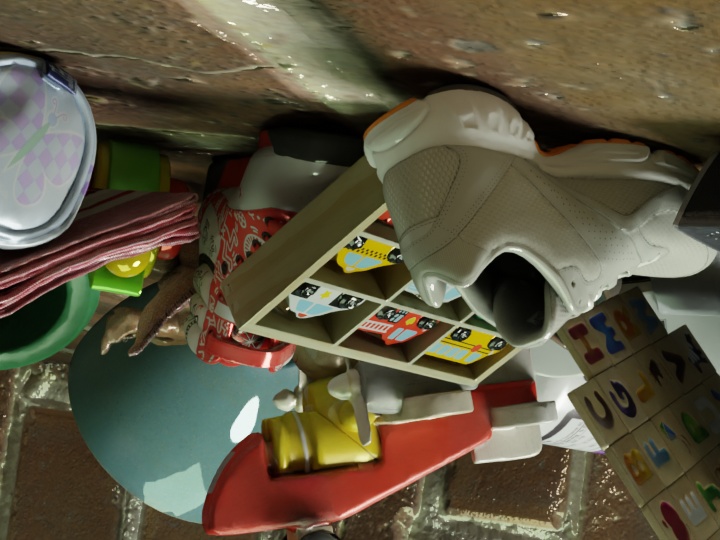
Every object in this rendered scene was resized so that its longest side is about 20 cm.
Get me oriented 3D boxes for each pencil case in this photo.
[{"bbox_3d":[-0.209,-0.053,0.872,0.199,0.084,0.090,0,158,45],"label":"pencil case"}]

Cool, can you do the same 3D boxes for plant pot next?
[{"bbox_3d":[-0.111,0.077,1.511,0.199,0.201,0.135,12,136,-33],"label":"plant pot"}]

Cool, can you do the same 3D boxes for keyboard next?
[{"bbox_3d":[0.184,-0.002,1.050,0.056,0.011,0.200,8,166,14],"label":"keyboard"}]

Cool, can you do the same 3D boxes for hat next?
[{"bbox_3d":[-0.228,-0.054,1.164,0.165,0.177,0.200,27,136,-20],"label":"hat"}]

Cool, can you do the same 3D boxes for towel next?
[{"bbox_3d":[-0.185,-0.009,0.904,0.143,0.023,0.199,-23,-162,-37],"label":"towel"}]

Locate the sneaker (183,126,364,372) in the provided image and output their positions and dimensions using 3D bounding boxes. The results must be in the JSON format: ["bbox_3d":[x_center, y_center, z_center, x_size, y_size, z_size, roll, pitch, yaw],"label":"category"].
[{"bbox_3d":[-0.038,-0.006,0.949,0.067,0.109,0.201,10,173,-18],"label":"sneaker"}]

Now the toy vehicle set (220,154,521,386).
[{"bbox_3d":[0.041,-0.003,0.927,0.124,0.027,0.199,-41,149,23],"label":"toy vehicle set"}]

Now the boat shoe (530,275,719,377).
[{"bbox_3d":[0.191,0.028,1.184,0.198,0.071,0.064,2,-163,9],"label":"boat shoe"}]

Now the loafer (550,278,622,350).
[{"bbox_3d":[0.098,0.003,1.059,0.071,0.064,0.200,2,171,29],"label":"loafer"}]

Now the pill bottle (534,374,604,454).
[{"bbox_3d":[0.143,0.063,1.301,0.198,0.113,0.111,13,172,-32],"label":"pill bottle"}]

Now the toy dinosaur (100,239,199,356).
[{"bbox_3d":[-0.078,0.011,1.144,0.134,0.087,0.200,6,-175,7],"label":"toy dinosaur"}]

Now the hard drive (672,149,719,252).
[{"bbox_3d":[0.233,-0.015,0.841,0.134,0.043,0.199,3,172,35],"label":"hard drive"}]

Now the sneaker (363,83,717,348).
[{"bbox_3d":[0.082,-0.007,0.811,0.199,0.093,0.075,12,152,-40],"label":"sneaker"}]

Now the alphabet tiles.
[{"bbox_3d":[0.173,0.088,1.038,0.006,0.167,0.200,-36,172,26],"label":"alphabet tiles"}]

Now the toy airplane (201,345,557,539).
[{"bbox_3d":[0.014,0.079,1.134,0.199,0.142,0.199,-28,179,33],"label":"toy airplane"}]

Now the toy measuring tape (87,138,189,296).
[{"bbox_3d":[-0.130,-0.044,1.031,0.073,0.074,0.200,9,-164,-14],"label":"toy measuring tape"}]
